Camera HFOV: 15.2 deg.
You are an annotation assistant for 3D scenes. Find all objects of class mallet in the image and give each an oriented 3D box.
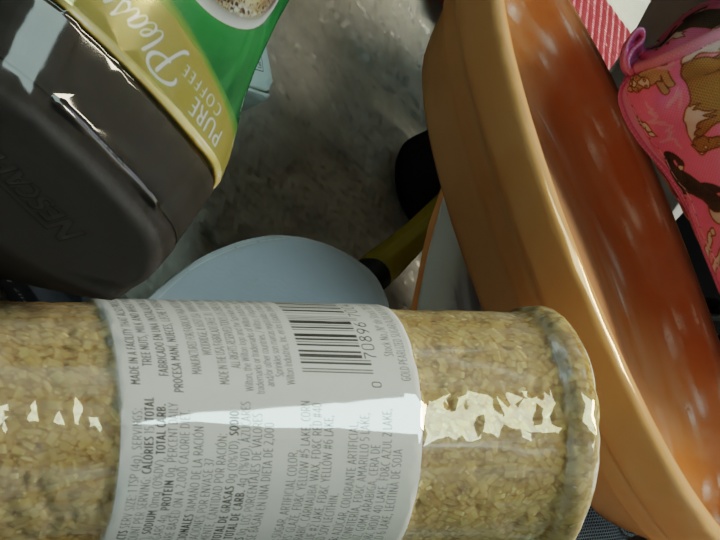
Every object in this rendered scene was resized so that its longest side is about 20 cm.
[{"bbox_3d":[0.000,0.000,0.876,0.200,0.066,0.041,-38,108,-42],"label":"mallet"}]

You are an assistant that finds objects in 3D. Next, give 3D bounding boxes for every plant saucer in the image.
[{"bbox_3d":[0.067,-0.003,0.816,0.201,0.037,0.201,58,18,-31],"label":"plant saucer"}]

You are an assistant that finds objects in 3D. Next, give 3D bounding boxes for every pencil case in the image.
[{"bbox_3d":[0.156,-0.001,0.879,0.086,0.083,0.201,-31,100,-35],"label":"pencil case"}]

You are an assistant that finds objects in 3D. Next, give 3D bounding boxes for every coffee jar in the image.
[{"bbox_3d":[-0.053,-0.098,0.643,0.104,0.085,0.201,47,62,-43],"label":"coffee jar"}]

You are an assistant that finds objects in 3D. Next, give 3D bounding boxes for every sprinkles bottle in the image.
[{"bbox_3d":[-0.043,0.040,0.659,0.199,0.068,0.069,2,69,-20],"label":"sprinkles bottle"}]

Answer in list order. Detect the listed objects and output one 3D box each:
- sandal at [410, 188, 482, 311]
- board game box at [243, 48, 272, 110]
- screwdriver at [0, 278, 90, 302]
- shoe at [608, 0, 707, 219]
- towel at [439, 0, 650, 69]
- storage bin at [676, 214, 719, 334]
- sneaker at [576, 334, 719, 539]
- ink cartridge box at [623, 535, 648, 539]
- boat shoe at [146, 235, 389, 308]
[{"bbox_3d":[0.004,0.059,0.805,0.079,0.059,0.207,66,29,-49],"label":"sandal"},{"bbox_3d":[-0.116,-0.119,0.727,0.200,0.064,0.148,10,65,-56],"label":"board game box"},{"bbox_3d":[-0.056,0.037,0.769,0.200,0.029,0.028,52,37,-27],"label":"screwdriver"},{"bbox_3d":[0.141,-0.083,0.967,0.071,0.200,0.091,46,47,5],"label":"shoe"},{"bbox_3d":[0.084,-0.140,1.085,0.144,0.023,0.201,46,42,-38],"label":"towel"},{"bbox_3d":[0.206,-0.065,1.121,0.094,0.135,0.201,32,48,-45],"label":"storage bin"},{"bbox_3d":[0.118,0.058,0.944,0.200,0.113,0.076,-28,97,-58],"label":"sneaker"},{"bbox_3d":[0.061,0.166,0.769,0.200,0.084,0.145,-8,119,-58],"label":"ink cartridge box"},{"bbox_3d":[-0.050,0.072,0.724,0.070,0.066,0.200,23,45,2],"label":"boat shoe"}]
